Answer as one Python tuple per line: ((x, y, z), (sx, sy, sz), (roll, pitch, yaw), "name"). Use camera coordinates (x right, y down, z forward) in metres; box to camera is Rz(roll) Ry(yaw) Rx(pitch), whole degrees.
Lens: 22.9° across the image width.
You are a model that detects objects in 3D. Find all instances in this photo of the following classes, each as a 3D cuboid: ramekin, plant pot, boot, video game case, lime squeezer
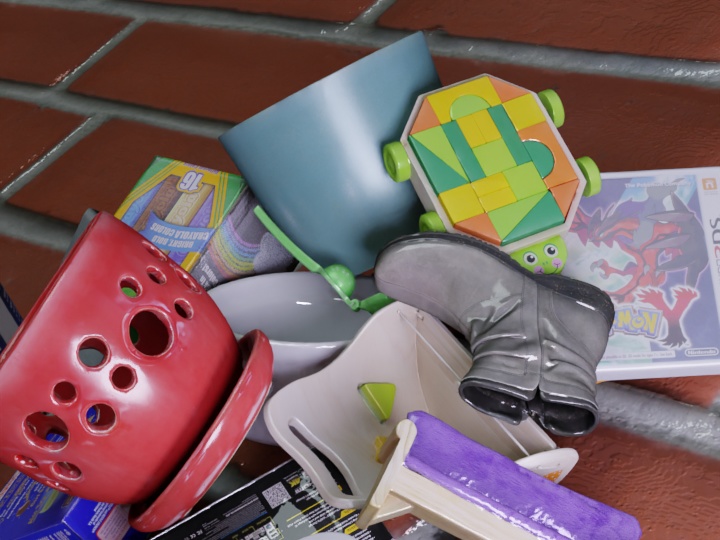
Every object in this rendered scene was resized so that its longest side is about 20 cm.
((-0.041, 0.075, 1.505), (0.199, 0.099, 0.201), (0, 17, 0), "ramekin")
((-0.180, 0.086, 1.345), (0.201, 0.182, 0.201), (-51, 11, 14), "plant pot")
((0.093, 0.047, 1.336), (0.198, 0.068, 0.131), (16, 43, 7), "boot")
((0.001, -0.090, 1.537), (0.200, 0.162, 0.201), (-27, 3, 2), "plant pot")
((0.209, 0.002, 1.431), (0.198, 0.023, 0.183), (-3, 61, 0), "video game case")
((0.000, 0.000, 1.448), (0.198, 0.071, 0.038), (12, 12, 11), "lime squeezer")

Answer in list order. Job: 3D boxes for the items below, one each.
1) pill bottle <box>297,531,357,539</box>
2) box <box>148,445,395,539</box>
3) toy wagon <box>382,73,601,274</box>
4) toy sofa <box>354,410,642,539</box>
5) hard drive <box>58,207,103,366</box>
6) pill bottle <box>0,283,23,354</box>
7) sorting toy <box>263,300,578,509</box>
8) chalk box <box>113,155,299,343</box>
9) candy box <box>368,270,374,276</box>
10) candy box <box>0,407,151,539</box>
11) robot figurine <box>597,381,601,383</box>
((0.003, 0.269, 1.151), (0.111, 0.201, 0.113), (-19, 32, 12), "pill bottle")
((-0.068, 0.240, 1.315), (0.199, 0.049, 0.160), (-29, 59, -15), "box")
((0.117, -0.064, 1.425), (0.154, 0.040, 0.201), (-20, 67, -16), "toy wagon")
((0.103, 0.168, 1.220), (0.199, 0.083, 0.098), (27, 71, 2), "toy sofa")
((-0.263, 0.032, 1.786), (0.140, 0.033, 0.200), (-64, 31, 7), "hard drive")
((-0.394, 0.062, 1.746), (0.119, 0.201, 0.120), (-18, 32, 12), "pill bottle")
((0.027, 0.126, 1.338), (0.179, 0.107, 0.200), (-7, 40, -36), "sorting toy")
((-0.171, 0.017, 1.615), (0.123, 0.125, 0.201), (16, 60, 35), "chalk box")
((0.096, -0.020, 1.570), (0.117, 0.057, 0.200), (-47, 15, -17), "candy box")
((-0.235, 0.191, 1.505), (0.199, 0.077, 0.169), (-23, 26, 47), "candy box")
((0.175, 0.035, 1.506), (0.144, 0.058, 0.201), (-16, 32, 18), "robot figurine")
